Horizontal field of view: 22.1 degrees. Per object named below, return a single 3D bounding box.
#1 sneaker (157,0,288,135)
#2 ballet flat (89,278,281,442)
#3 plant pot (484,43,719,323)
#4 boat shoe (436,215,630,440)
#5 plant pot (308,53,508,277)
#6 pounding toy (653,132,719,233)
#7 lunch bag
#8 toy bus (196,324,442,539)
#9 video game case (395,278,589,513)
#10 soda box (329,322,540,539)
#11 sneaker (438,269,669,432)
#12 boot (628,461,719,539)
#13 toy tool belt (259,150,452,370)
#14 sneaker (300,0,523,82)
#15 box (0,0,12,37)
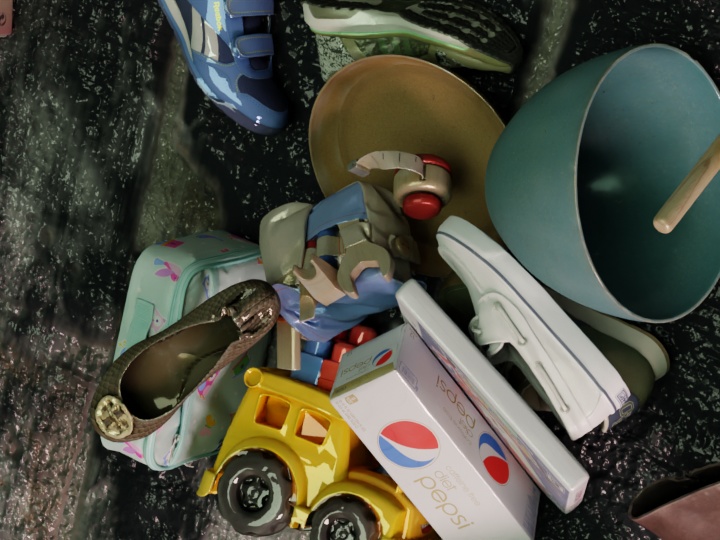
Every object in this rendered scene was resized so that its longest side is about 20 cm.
[{"bbox_3d":[-0.110,-0.210,1.569,0.082,0.074,0.201,-32,83,27],"label":"sneaker"},{"bbox_3d":[-0.145,0.075,1.480,0.200,0.046,0.068,-35,95,19],"label":"ballet flat"},{"bbox_3d":[0.173,-0.064,1.380,0.134,0.199,0.202,1,99,46],"label":"plant pot"},{"bbox_3d":[0.115,0.042,1.396,0.065,0.074,0.200,-40,65,-6],"label":"boat shoe"},{"bbox_3d":[0.049,-0.088,1.494,0.199,0.027,0.201,19,129,24],"label":"plant pot"},{"bbox_3d":[0.303,-0.132,1.287,0.141,0.184,0.202,5,101,28],"label":"pounding toy"},{"bbox_3d":[-0.147,0.072,1.585,0.077,0.160,0.201,19,106,25],"label":"lunch bag"},{"bbox_3d":[-0.012,0.144,1.553,0.199,0.136,0.193,19,91,23],"label":"toy bus"},{"bbox_3d":[0.103,0.103,1.447,0.023,0.182,0.200,-41,77,-4],"label":"video game case"},{"bbox_3d":[0.062,0.142,1.468,0.068,0.064,0.200,-26,115,27],"label":"soda box"},{"bbox_3d":[0.136,0.065,1.458,0.199,0.090,0.067,22,142,23],"label":"sneaker"},{"bbox_3d":[0.318,0.194,1.353,0.199,0.073,0.166,-23,129,36],"label":"boot"},{"bbox_3d":[0.000,0.000,1.476,0.199,0.124,0.124,-28,50,41],"label":"toy tool belt"},{"bbox_3d":[0.043,-0.174,1.501,0.199,0.077,0.089,16,123,30],"label":"sneaker"},{"bbox_3d":[-0.395,-0.318,1.688,0.127,0.109,0.202,11,103,27],"label":"box"}]
